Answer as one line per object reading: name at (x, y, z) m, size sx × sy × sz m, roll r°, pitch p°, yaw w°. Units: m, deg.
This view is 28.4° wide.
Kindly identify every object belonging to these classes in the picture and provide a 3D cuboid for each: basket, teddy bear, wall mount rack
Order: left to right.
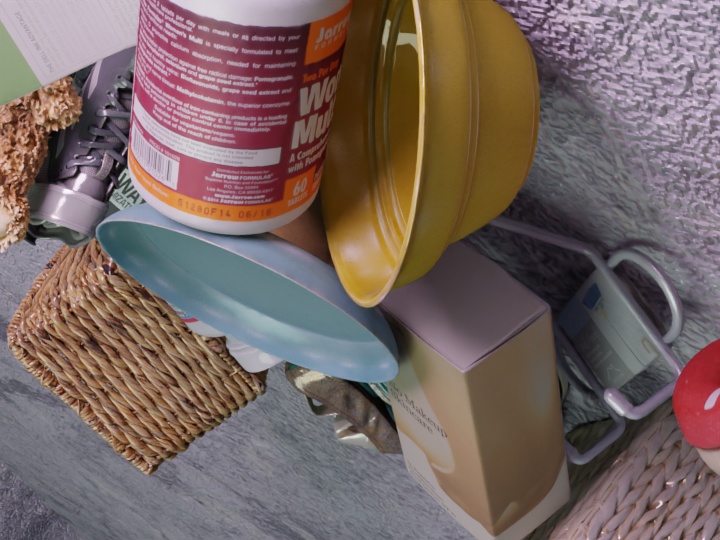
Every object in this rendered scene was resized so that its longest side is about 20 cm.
teddy bear at (-0.213, -0.105, 0.873) m, size 0.066 × 0.201 × 0.145 m, roll 12°, pitch 155°, yaw -29°
basket at (-0.197, 0.052, 1.276) m, size 0.200 × 0.149 × 0.143 m, roll 46°, pitch -163°, yaw -27°
wall mount rack at (0.122, 0.030, 0.915) m, size 0.174 × 0.074 × 0.200 m, roll 54°, pitch 160°, yaw 12°
basket at (0.195, 0.218, 1.024) m, size 0.161 × 0.200 × 0.198 m, roll 43°, pitch 158°, yaw -2°

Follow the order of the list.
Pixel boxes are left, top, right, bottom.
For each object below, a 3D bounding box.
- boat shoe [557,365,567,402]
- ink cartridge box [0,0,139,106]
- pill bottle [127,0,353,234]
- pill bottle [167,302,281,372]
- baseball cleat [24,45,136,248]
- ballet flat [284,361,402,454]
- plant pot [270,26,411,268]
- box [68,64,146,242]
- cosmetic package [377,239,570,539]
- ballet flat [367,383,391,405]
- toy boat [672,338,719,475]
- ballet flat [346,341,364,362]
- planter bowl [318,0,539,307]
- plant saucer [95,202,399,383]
boat shoe at (0.116, 0.106, 1.089) m, size 0.071 × 0.061 × 0.202 m, roll 26°, pitch 156°, yaw 25°
ink cartridge box at (-0.154, -0.176, 0.757) m, size 0.146 × 0.199 × 0.048 m, roll 66°, pitch -178°, yaw -52°
pill bottle at (-0.061, -0.127, 0.733) m, size 0.109 × 0.110 × 0.201 m, roll 29°, pitch 132°, yaw 19°
pill bottle at (-0.117, -0.022, 1.091) m, size 0.200 × 0.109 × 0.109 m, roll 51°, pitch 155°, yaw -19°
baseball cleat at (-0.150, -0.079, 0.873) m, size 0.069 × 0.107 × 0.200 m, roll 23°, pitch 138°, yaw -25°
ballet flat at (-0.004, 0.116, 1.251) m, size 0.200 × 0.067 × 0.068 m, roll 48°, pitch -160°, yaw -45°
plant pot at (-0.045, -0.081, 0.878) m, size 0.199 × 0.027 × 0.201 m, roll 14°, pitch 115°, yaw 33°
box at (-0.176, -0.124, 0.958) m, size 0.200 × 0.050 × 0.158 m, roll 43°, pitch 114°, yaw -14°
cosmetic package at (0.071, 0.081, 0.909) m, size 0.105 × 0.071 × 0.201 m, roll 39°, pitch 156°, yaw 39°
ballet flat at (0.000, 0.000, 0.992) m, size 0.072 × 0.072 × 0.201 m, roll -7°, pitch 109°, yaw 60°
toy boat at (0.228, 0.026, 0.715) m, size 0.131 × 0.130 × 0.200 m, roll 65°, pitch 160°, yaw 9°
ballet flat at (0.001, -0.038, 0.927) m, size 0.068 × 0.072 × 0.201 m, roll -3°, pitch 105°, yaw 56°
planter bowl at (0.039, -0.082, 0.734) m, size 0.083 × 0.202 × 0.200 m, roll 0°, pitch 165°, yaw -16°
plant saucer at (-0.063, 0.011, 0.853) m, size 0.199 × 0.028 × 0.200 m, roll 23°, pitch 164°, yaw 7°
